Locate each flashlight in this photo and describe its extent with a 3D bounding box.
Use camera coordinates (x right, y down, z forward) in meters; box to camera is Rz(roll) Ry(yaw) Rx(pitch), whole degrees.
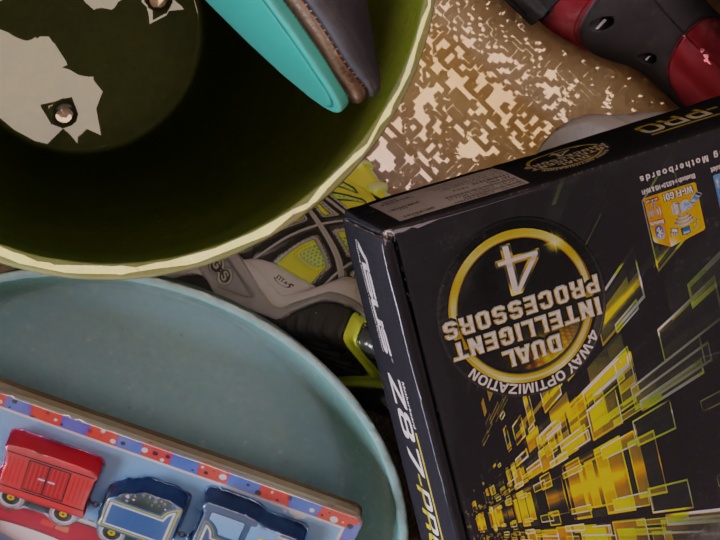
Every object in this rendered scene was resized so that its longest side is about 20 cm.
[{"bbox_3d":[0.136,-0.068,0.814,0.200,0.068,0.068,42,49,-2],"label":"flashlight"}]

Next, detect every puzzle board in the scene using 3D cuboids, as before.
[{"bbox_3d":[-0.116,0.103,0.744,0.199,0.017,0.151,20,124,-6],"label":"puzzle board"}]

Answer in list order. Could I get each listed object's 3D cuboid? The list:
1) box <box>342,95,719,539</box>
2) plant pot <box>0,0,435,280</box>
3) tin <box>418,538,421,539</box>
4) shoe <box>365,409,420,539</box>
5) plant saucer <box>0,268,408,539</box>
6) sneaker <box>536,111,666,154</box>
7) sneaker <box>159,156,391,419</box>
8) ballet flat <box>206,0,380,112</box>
[{"bbox_3d":[0.108,0.032,0.680,0.199,0.049,0.162,-17,105,-14],"label":"box"},{"bbox_3d":[-0.087,-0.088,0.711,0.186,0.200,0.188,0,88,-11],"label":"plant pot"},{"bbox_3d":[0.057,0.142,0.815,0.200,0.042,0.112,-45,92,-8],"label":"tin"},{"bbox_3d":[0.045,0.024,0.812,0.200,0.053,0.070,-44,117,-4],"label":"shoe"},{"bbox_3d":[-0.081,0.073,0.750,0.199,0.036,0.201,4,125,5],"label":"plant saucer"},{"bbox_3d":[0.104,0.046,0.775,0.088,0.075,0.201,-6,105,-44],"label":"sneaker"},{"bbox_3d":[0.000,0.000,0.750,0.199,0.075,0.077,19,69,25],"label":"sneaker"},{"bbox_3d":[-0.055,-0.130,0.583,0.200,0.073,0.073,42,82,-4],"label":"ballet flat"}]
